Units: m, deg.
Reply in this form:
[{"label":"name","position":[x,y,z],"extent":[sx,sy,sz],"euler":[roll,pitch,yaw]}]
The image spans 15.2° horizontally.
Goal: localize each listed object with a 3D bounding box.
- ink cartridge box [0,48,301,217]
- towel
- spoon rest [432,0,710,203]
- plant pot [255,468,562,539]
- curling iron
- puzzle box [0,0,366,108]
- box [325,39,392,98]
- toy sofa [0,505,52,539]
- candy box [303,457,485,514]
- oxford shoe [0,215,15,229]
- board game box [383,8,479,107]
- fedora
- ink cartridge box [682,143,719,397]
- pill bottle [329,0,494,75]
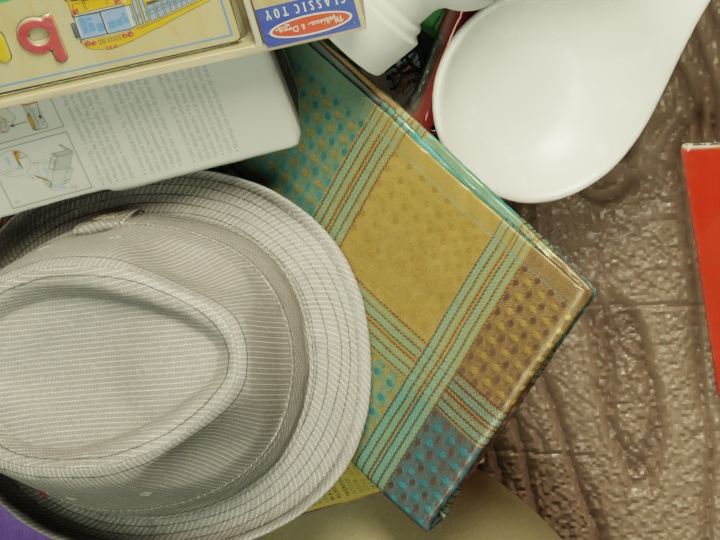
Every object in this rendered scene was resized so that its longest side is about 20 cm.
[{"label":"ink cartridge box","position":[-0.134,-0.116,1.149],"extent":[0.173,0.044,0.200],"euler":[-13,132,9]},{"label":"towel","position":[0.000,0.000,1.225],"extent":[0.200,0.022,0.147],"euler":[43,116,22]},{"label":"spoon rest","position":[0.114,-0.116,1.207],"extent":[0.099,0.061,0.200],"euler":[40,93,-21]},{"label":"plant pot","position":[0.011,0.161,1.353],"extent":[0.200,0.200,0.135],"euler":[-25,96,19]},{"label":"curling iron","position":[0.036,-0.059,1.249],"extent":[0.049,0.026,0.201],"euler":[24,98,-10]},{"label":"puzzle box","position":[-0.107,-0.133,1.091],"extent":[0.199,0.025,0.133],"euler":[-12,132,6]},{"label":"box","position":[-0.078,-0.058,1.301],"extent":[0.199,0.036,0.145],"euler":[-11,110,19]},{"label":"toy sofa","position":[-0.186,0.104,1.389],"extent":[0.082,0.098,0.201],"euler":[-2,118,9]},{"label":"candy box","position":[-0.025,0.066,1.323],"extent":[0.199,0.117,0.057],"euler":[-17,115,25]},{"label":"oxford shoe","position":[-0.116,-0.069,1.250],"extent":[0.072,0.071,0.200],"euler":[31,118,-5]},{"label":"board game box","position":[0.035,-0.100,1.289],"extent":[0.105,0.023,0.200],"euler":[30,119,-6]},{"label":"fedora","position":[-0.101,0.041,1.190],"extent":[0.199,0.090,0.178],"euler":[1,89,13]},{"label":"ink cartridge box","position":[0.247,0.012,1.264],"extent":[0.173,0.044,0.200],"euler":[-5,140,10]},{"label":"pill bottle","position":[0.049,-0.186,1.165],"extent":[0.200,0.116,0.116],"euler":[-41,107,12]}]
